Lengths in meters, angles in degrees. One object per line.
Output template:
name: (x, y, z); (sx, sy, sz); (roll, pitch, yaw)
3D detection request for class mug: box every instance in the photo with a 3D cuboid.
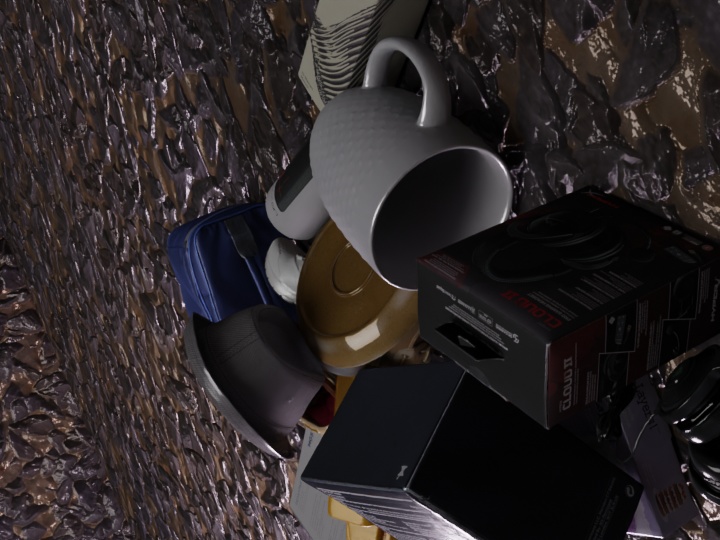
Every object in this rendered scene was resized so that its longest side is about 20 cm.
mug: (0.035, -0.112, 0.986); (0.175, 0.147, 0.201); (50, 142, 45)

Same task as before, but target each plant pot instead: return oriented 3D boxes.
plant pot: (0.000, 0.000, 1.107); (0.199, 0.027, 0.201); (-26, 50, 35)

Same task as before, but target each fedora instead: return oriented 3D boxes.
fedora: (-0.096, 0.101, 1.134); (0.177, 0.090, 0.200); (59, -172, 33)

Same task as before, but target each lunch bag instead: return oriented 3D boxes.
lunch bag: (-0.155, 0.017, 1.420); (0.132, 0.135, 0.201); (-3, 109, 65)

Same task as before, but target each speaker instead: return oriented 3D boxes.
speaker: (-0.039, -0.102, 1.191); (0.082, 0.081, 0.200); (64, 153, 7)

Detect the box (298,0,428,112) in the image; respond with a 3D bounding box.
box: (0.004, -0.232, 1.032); (0.082, 0.068, 0.200); (57, 151, 23)

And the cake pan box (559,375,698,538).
cake pan box: (0.192, 0.131, 0.973); (0.184, 0.052, 0.201); (-13, 98, 60)

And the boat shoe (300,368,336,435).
boat shoe: (-0.056, 0.148, 1.327); (0.069, 0.074, 0.200); (47, 174, -38)

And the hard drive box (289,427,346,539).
hard drive box: (-0.002, 0.284, 1.341); (0.200, 0.076, 0.157); (44, 128, 49)

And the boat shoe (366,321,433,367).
boat shoe: (0.053, 0.068, 1.174); (0.064, 0.072, 0.200); (26, 153, -4)

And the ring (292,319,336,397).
ring: (-0.036, 0.113, 1.296); (0.200, 0.019, 0.200); (46, -177, -3)

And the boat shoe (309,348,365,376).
boat shoe: (-0.018, 0.025, 1.182); (0.201, 0.070, 0.064); (-93, 20, -48)

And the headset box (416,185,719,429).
headset box: (0.148, 0.023, 0.810); (0.149, 0.199, 0.078); (35, 138, 48)

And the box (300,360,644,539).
box: (0.089, 0.177, 0.917); (0.198, 0.124, 0.200); (35, 159, -19)

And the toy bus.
toy bus: (0.011, 0.206, 1.178); (0.065, 0.078, 0.201); (8, 97, 34)

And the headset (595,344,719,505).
headset: (0.263, 0.105, 0.793); (0.199, 0.094, 0.124); (-13, 116, 40)

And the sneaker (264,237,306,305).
sneaker: (-0.045, 0.016, 1.318); (0.200, 0.074, 0.087); (45, 125, 36)
